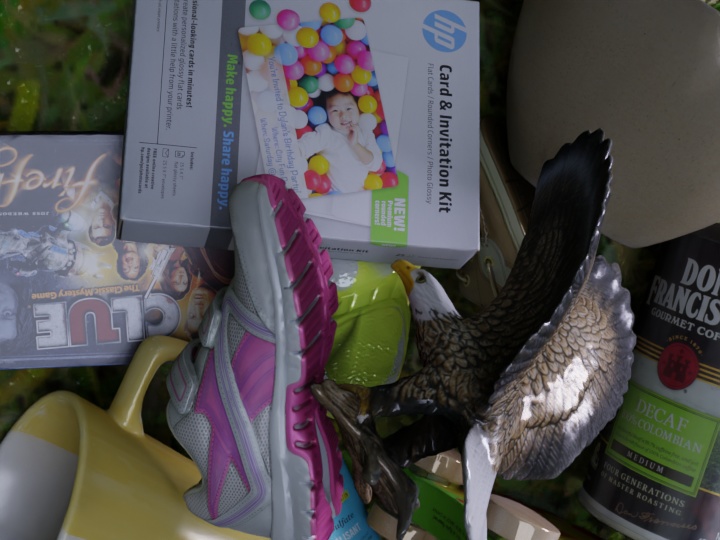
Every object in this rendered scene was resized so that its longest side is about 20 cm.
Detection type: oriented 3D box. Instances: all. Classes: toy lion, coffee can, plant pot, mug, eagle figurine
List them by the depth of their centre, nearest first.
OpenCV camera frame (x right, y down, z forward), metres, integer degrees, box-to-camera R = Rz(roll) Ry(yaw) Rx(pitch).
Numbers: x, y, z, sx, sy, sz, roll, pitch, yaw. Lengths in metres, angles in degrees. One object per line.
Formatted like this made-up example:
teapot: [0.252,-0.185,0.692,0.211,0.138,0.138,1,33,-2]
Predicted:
eagle figurine: [0.074,0.039,0.673,0.200,0.152,0.151,-30,96,-9]
mug: [-0.122,0.153,0.746,0.153,0.150,0.187,27,122,-29]
plant pot: [0.163,-0.094,0.768,0.200,0.200,0.135,30,105,-20]
toy lion: [0.113,0.174,0.794,0.191,0.200,0.069,25,90,-19]
coffee can: [0.240,0.077,0.841,0.146,0.146,0.201,14,97,-19]

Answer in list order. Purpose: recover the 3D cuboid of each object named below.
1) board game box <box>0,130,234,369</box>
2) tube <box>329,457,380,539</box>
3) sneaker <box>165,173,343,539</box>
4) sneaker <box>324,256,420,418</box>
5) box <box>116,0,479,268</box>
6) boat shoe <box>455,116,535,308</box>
board game box: [-0.134,-0.014,0.763,0.199,0.035,0.136,-2,100,-13]
tube: [-0.039,0.129,0.826,0.077,0.050,0.200,-31,102,-19]
sneaker: [-0.061,0.051,0.675,0.088,0.081,0.201,0,95,12]
sneaker: [0.000,0.000,0.801,0.076,0.105,0.200,17,67,-3]
box: [-0.032,-0.087,0.740,0.199,0.041,0.156,6,73,-12]
boat shoe: [0.096,0.004,0.821,0.066,0.074,0.200,-20,91,27]
